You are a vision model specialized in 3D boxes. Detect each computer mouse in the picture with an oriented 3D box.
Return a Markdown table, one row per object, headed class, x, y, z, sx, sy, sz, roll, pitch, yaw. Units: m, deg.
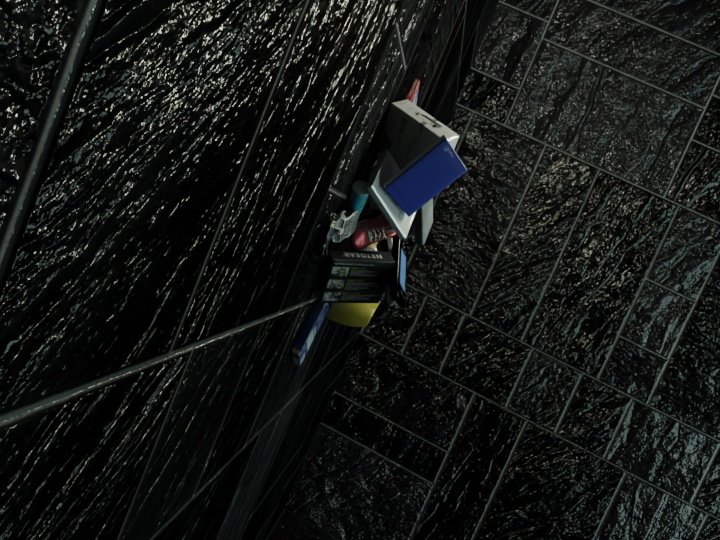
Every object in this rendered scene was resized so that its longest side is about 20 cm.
| class | x | y | z | sx | sy | sz | roll | pitch | yaw |
| --- | --- | --- | --- | --- | --- | --- | --- | --- | --- |
| computer mouse | -0.057 | -0.108 | 1.444 | 0.200 | 0.043 | 0.113 | -39 | 148 | -64 |

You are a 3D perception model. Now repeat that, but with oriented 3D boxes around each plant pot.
| class | x | y | z | sx | sy | sz | roll | pitch | yaw |
| --- | --- | --- | --- | --- | --- | --- | --- | --- | --- |
| plant pot | -0.013 | 0.117 | 2.035 | 0.204 | 0.139 | 0.200 | -59 | 176 | -7 |

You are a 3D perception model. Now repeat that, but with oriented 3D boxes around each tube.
| class | x | y | z | sx | sy | sz | roll | pitch | yaw |
| --- | --- | --- | --- | --- | --- | --- | --- | --- | --- |
| tube | -0.021 | -0.158 | 1.568 | 0.078 | 0.050 | 0.202 | -52 | 171 | -36 |

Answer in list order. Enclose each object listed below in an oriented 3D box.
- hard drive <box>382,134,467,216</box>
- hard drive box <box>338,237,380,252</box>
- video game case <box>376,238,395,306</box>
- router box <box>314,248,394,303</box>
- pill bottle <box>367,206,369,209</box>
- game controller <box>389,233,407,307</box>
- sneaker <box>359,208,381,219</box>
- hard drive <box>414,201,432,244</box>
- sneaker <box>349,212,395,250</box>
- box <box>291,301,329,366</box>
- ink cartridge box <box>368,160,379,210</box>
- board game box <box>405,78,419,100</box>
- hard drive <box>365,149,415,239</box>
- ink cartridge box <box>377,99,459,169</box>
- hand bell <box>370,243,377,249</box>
| class | x | y | z | sx | sy | sz | roll | pitch | yaw |
| --- | --- | --- | --- | --- | --- | --- | --- | --- | --- |
| hard drive | 0.170 | -0.243 | 1.502 | 0.198 | 0.132 | 0.026 | -38 | -136 | 13 |
| hard drive box | 0.000 | 0.000 | 1.783 | 0.078 | 0.152 | 0.201 | -61 | 173 | -23 |
| video game case | 0.090 | -0.005 | 1.791 | 0.182 | 0.023 | 0.207 | 116 | -37 | -76 |
| router box | -0.016 | 0.019 | 1.601 | 0.052 | 0.194 | 0.152 | 60 | -42 | 45 |
| pill bottle | 0.086 | -0.207 | 1.941 | 0.113 | 0.109 | 0.203 | 104 | 12 | -58 |
| game controller | 0.115 | -0.001 | 1.654 | 0.104 | 0.041 | 0.206 | 46 | 42 | -52 |
| sneaker | 0.075 | -0.150 | 1.757 | 0.075 | 0.194 | 0.113 | 66 | 29 | -24 |
| hard drive | 0.192 | -0.204 | 1.751 | 0.141 | 0.032 | 0.205 | -62 | 153 | -49 |
| sneaker | 0.053 | -0.118 | 1.641 | 0.197 | 0.085 | 0.076 | -32 | 118 | -33 |
| box | -0.148 | 0.176 | 1.719 | 0.122 | 0.032 | 0.204 | 100 | 16 | -65 |
| ink cartridge box | 0.113 | -0.277 | 1.731 | 0.201 | 0.124 | 0.129 | -58 | 150 | -53 |
| board game box | 0.154 | -0.512 | 1.835 | 0.200 | 0.019 | 0.105 | 84 | 31 | -77 |
| hard drive | 0.090 | -0.203 | 1.554 | 0.201 | 0.026 | 0.135 | 52 | 51 | -39 |
| ink cartridge box | 0.155 | -0.347 | 1.572 | 0.082 | 0.199 | 0.150 | -25 | 147 | -42 |
| hand bell | 0.015 | -0.020 | 2.021 | 0.201 | 0.101 | 0.106 | -58 | 171 | -59 |
